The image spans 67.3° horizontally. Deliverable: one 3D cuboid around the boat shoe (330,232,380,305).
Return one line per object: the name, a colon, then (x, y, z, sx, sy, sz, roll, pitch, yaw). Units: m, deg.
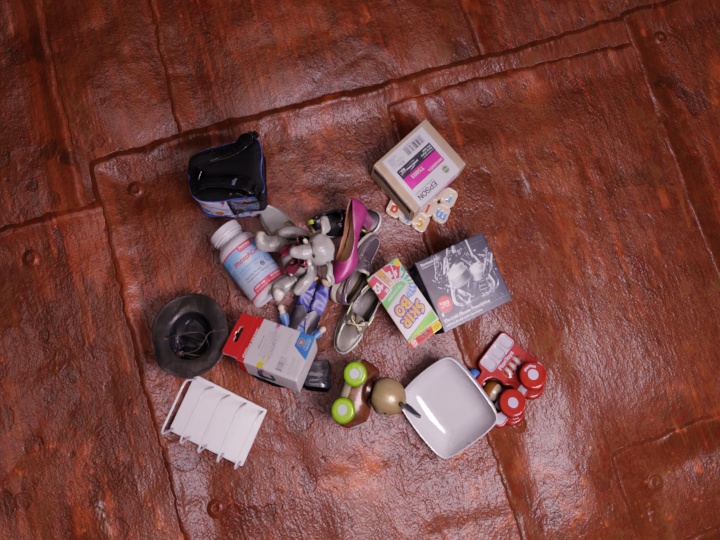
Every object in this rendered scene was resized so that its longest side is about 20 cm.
boat shoe: (0.000, 0.000, 1.357, 0.064, 0.072, 0.203, 22, 74, 43)

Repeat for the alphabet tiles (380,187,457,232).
alphabet tiles: (0.157, -0.211, 1.444, 0.196, 0.015, 0.200, 27, 77, 0)

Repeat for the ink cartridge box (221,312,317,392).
ink cartridge box: (-0.212, 0.190, 1.272, 0.194, 0.068, 0.118, 17, 59, 13)

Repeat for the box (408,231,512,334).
box: (0.248, 0.035, 1.368, 0.195, 0.104, 0.187, -24, 83, -8)

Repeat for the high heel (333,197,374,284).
high heel: (-0.040, -0.072, 1.317, 0.066, 0.096, 0.205, 10, 70, 43)

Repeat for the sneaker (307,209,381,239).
sneaker: (-0.038, -0.119, 1.378, 0.193, 0.083, 0.074, -8, 82, -6)

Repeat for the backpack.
backpack: (-0.323, -0.221, 1.331, 0.184, 0.155, 0.206, -5, 61, -6)

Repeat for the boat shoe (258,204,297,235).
boat shoe: (-0.182, -0.092, 1.368, 0.075, 0.068, 0.200, -44, 87, -10)

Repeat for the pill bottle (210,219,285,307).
pill bottle: (-0.276, -0.020, 1.328, 0.108, 0.109, 0.201, -40, 86, -10)

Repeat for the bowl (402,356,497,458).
bowl: (0.213, 0.321, 1.306, 0.199, 0.074, 0.201, -43, 83, 21)

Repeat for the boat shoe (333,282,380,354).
boat shoe: (-0.005, 0.114, 1.355, 0.071, 0.060, 0.205, 31, 80, 1)

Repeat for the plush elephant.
plush elephant: (-0.125, -0.036, 1.241, 0.194, 0.154, 0.170, -9, 80, -27)

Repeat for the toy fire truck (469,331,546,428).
toy fire truck: (0.360, 0.277, 1.349, 0.167, 0.113, 0.201, 38, 79, 27)

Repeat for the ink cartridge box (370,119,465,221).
ink cartridge box: (0.149, -0.262, 1.409, 0.199, 0.075, 0.165, -42, 84, -12)

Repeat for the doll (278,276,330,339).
doll: (-0.142, 0.113, 1.349, 0.133, 0.048, 0.206, 21, 86, -10)

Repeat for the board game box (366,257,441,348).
board game box: (0.106, 0.078, 1.310, 0.094, 0.030, 0.203, -34, 77, -3)

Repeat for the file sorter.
file sorter: (-0.338, 0.353, 1.256, 0.195, 0.125, 0.142, 25, 80, -1)

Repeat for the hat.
hat: (-0.399, 0.162, 1.298, 0.193, 0.081, 0.207, 0, 69, 0)

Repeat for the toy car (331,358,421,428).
toy car: (0.048, 0.310, 1.258, 0.194, 0.165, 0.162, 19, 80, 10)

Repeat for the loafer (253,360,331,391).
loafer: (-0.166, 0.246, 1.322, 0.193, 0.073, 0.075, 10, 65, -8)
